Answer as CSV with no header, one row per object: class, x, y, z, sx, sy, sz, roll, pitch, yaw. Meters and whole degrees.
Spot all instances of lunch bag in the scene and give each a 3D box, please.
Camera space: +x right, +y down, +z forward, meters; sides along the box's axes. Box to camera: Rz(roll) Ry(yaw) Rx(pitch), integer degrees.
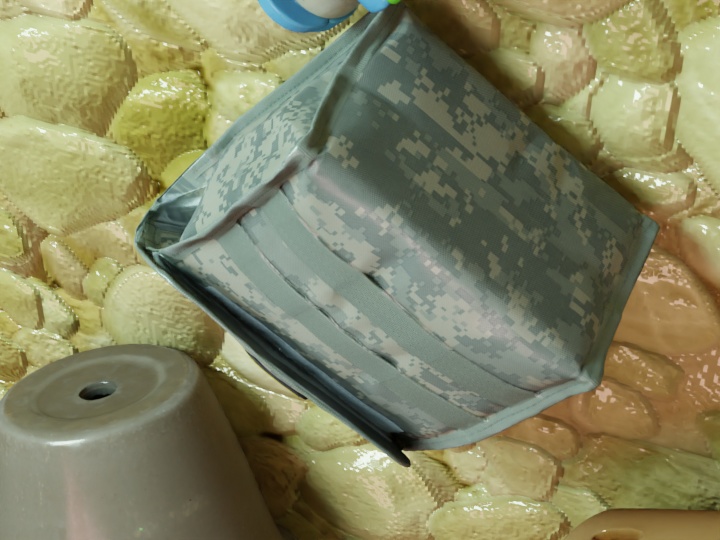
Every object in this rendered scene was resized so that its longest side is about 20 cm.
lunch bag,0.000,0.000,0.754,0.164,0.118,0.200,39,144,-15

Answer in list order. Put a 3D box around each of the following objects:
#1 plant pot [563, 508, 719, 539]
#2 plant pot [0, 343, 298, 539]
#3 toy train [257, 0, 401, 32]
plant pot,0.167,0.200,0.816,0.139,0.200,0.201,12,138,42
plant pot,-0.128,0.142,0.925,0.199,0.200,0.176,2,116,27
toy train,-0.045,-0.177,0.637,0.200,0.085,0.116,43,150,-16
